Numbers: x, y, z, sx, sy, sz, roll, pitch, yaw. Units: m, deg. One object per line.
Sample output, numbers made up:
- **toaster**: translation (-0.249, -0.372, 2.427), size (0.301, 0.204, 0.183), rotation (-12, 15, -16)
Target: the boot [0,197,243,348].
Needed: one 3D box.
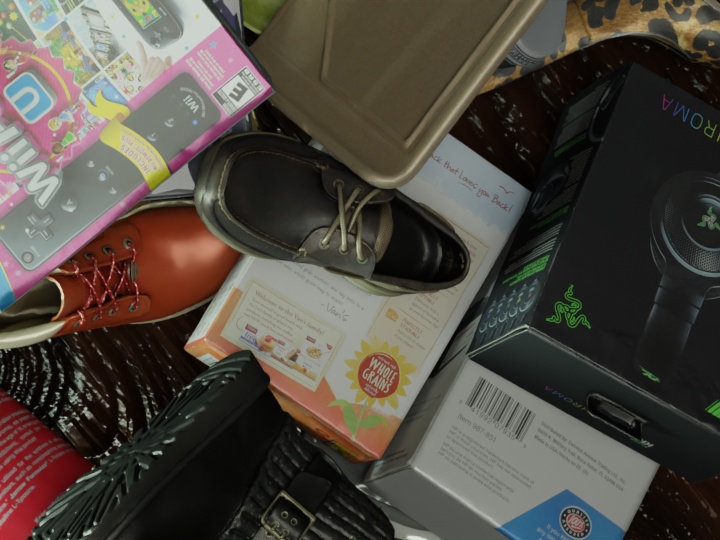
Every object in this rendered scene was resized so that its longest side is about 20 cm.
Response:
- **boot**: translation (-0.157, 0.008, 1.652), size (0.199, 0.107, 0.076), rotation (-14, 99, -7)

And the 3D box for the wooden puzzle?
- **wooden puzzle**: translation (0.034, -0.156, 1.595), size (0.200, 0.185, 0.037), rotation (-49, 134, 0)

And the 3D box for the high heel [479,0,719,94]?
- **high heel**: translation (0.151, -0.126, 1.686), size (0.199, 0.071, 0.143), rotation (30, 88, 5)

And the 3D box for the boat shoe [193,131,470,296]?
- **boat shoe**: translation (-0.010, -0.033, 1.559), size (0.199, 0.073, 0.075), rotation (16, 82, -45)

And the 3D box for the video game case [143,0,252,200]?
- **video game case**: translation (-0.164, -0.108, 1.542), size (0.199, 0.019, 0.144), rotation (-5, 104, -5)

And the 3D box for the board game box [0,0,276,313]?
- **board game box**: translation (-0.169, -0.097, 1.503), size (0.200, 0.064, 0.148), rotation (-38, 104, 5)

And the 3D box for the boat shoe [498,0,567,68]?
- **boat shoe**: translation (0.097, -0.215, 1.643), size (0.068, 0.056, 0.201), rotation (27, 63, -36)

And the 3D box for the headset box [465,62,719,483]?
- **headset box**: translation (0.180, 0.009, 1.624), size (0.174, 0.093, 0.201), rotation (30, 68, -13)

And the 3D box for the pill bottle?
- **pill bottle**: translation (-0.232, 0.134, 1.637), size (0.200, 0.112, 0.112), rotation (39, 92, 10)

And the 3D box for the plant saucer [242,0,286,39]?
- **plant saucer**: translation (-0.018, -0.237, 1.669), size (0.199, 0.031, 0.201), rotation (-1, 99, -8)

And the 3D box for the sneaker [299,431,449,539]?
- **sneaker**: translation (-0.015, 0.107, 1.716), size (0.199, 0.075, 0.116), rotation (18, 78, -4)

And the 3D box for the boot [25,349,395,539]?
- **boot**: translation (-0.086, 0.166, 1.564), size (0.211, 0.079, 0.158), rotation (-42, 106, -24)

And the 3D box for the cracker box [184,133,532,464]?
- **cracker box**: translation (0.000, 0.000, 1.667), size (0.134, 0.058, 0.201), rotation (35, 74, -11)

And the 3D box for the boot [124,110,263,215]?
- **boot**: translation (-0.168, -0.105, 1.580), size (0.199, 0.066, 0.176), rotation (-18, 94, -1)

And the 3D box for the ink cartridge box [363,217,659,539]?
- **ink cartridge box**: translation (0.116, 0.084, 1.678), size (0.145, 0.084, 0.201), rotation (35, 68, -12)
